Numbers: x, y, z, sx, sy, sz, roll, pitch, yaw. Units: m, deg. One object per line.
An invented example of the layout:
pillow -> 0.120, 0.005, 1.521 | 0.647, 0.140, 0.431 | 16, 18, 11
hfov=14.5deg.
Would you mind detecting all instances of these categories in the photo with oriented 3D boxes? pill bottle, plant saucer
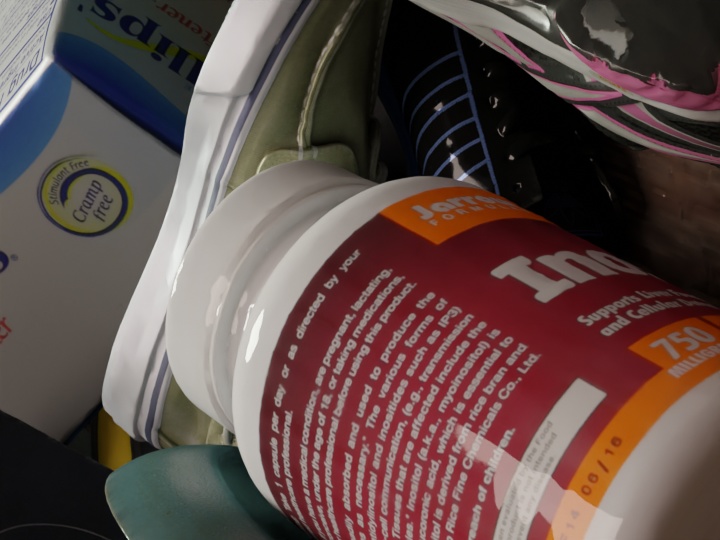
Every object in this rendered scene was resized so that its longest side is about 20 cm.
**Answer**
pill bottle -> 0.038, 0.042, 0.787 | 0.200, 0.113, 0.113 | 29, 118, 42
plant saucer -> 0.013, 0.109, 0.844 | 0.027, 0.200, 0.200 | -55, 31, 6

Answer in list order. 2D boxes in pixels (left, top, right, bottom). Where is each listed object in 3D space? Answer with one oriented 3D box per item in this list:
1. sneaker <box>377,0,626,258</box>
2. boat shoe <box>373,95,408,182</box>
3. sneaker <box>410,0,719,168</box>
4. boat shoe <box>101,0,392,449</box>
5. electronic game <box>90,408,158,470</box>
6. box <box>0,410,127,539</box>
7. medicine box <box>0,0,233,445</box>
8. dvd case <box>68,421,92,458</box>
sneaker -> 0.049, -0.039, 0.901 | 0.078, 0.070, 0.200 | -9, 84, 57
boat shoe -> 0.000, 0.000, 0.963 | 0.074, 0.060, 0.200 | 21, 97, 43
sneaker -> 0.062, -0.076, 0.803 | 0.200, 0.080, 0.086 | 45, 175, 45
boat shoe -> -0.022, -0.024, 0.905 | 0.062, 0.072, 0.200 | 28, 117, 16
electronic game -> -0.040, 0.043, 1.065 | 0.200, 0.042, 0.200 | -20, 63, 46
box -> -0.107, 0.180, 0.950 | 0.200, 0.196, 0.124 | -57, -10, -27
medicine box -> -0.108, -0.049, 1.066 | 0.182, 0.103, 0.200 | -46, 21, 32
dvd case -> -0.143, 0.029, 1.185 | 0.022, 0.146, 0.200 | -38, 19, 20
